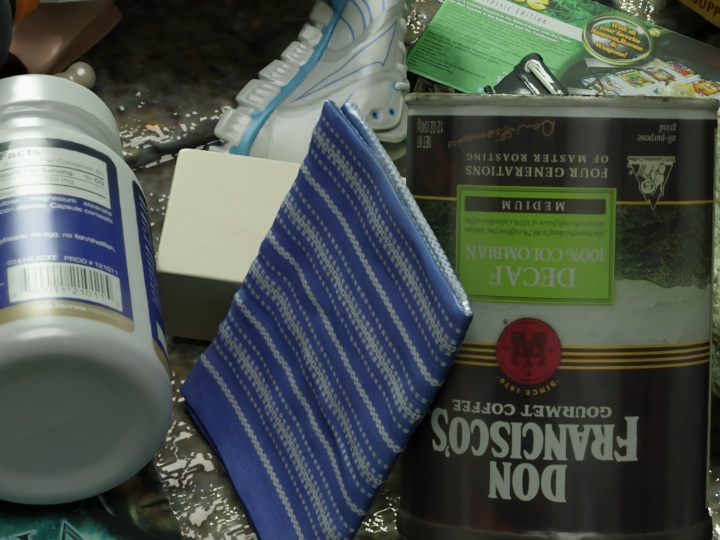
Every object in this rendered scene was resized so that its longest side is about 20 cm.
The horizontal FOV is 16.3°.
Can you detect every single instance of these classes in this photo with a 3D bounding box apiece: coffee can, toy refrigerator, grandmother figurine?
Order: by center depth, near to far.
[{"bbox_3d":[0.090,0.021,1.147,0.145,0.146,0.202,1,93,-2],"label":"coffee can"},{"bbox_3d":[0.000,0.000,1.272,0.198,0.070,0.076,7,59,2],"label":"toy refrigerator"},{"bbox_3d":[-0.196,-0.107,1.369,0.121,0.061,0.200,6,46,40],"label":"grandmother figurine"}]

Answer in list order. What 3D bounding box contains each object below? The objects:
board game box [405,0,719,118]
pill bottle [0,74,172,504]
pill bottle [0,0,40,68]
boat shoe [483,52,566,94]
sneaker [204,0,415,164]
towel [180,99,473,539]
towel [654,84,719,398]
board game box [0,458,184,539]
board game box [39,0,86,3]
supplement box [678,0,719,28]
[{"bbox_3d":[0.130,-0.105,1.399,0.199,0.024,0.105,23,55,16],"label":"board game box"},{"bbox_3d":[-0.154,0.004,1.208,0.115,0.116,0.201,-5,44,-6],"label":"pill bottle"},{"bbox_3d":[-0.245,-0.115,1.245,0.106,0.107,0.200,29,46,21],"label":"pill bottle"},{"bbox_3d":[0.132,-0.040,1.300,0.060,0.076,0.200,-45,65,1],"label":"boat shoe"},{"bbox_3d":[0.002,-0.104,1.360,0.086,0.075,0.201,30,71,13],"label":"sneaker"},{"bbox_3d":[-0.020,0.040,1.164,0.024,0.201,0.145,-2,46,-33],"label":"towel"},{"bbox_3d":[0.208,0.004,1.254,0.148,0.036,0.201,26,39,-30],"label":"towel"},{"bbox_3d":[-0.177,0.154,1.164,0.198,0.028,0.136,-15,52,-15],"label":"board game box"},{"bbox_3d":[-0.095,-0.221,1.398,0.198,0.044,0.200,-3,35,8],"label":"board game box"},{"bbox_3d":[0.242,-0.234,1.388,0.131,0.201,0.103,38,44,28],"label":"supplement box"}]
